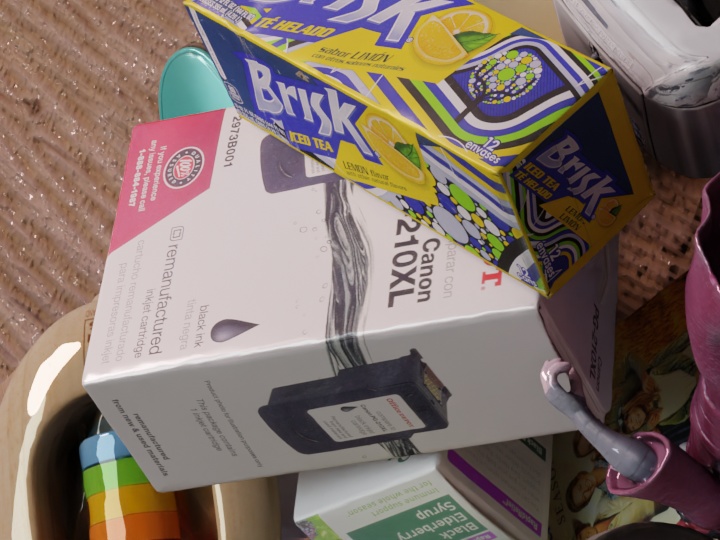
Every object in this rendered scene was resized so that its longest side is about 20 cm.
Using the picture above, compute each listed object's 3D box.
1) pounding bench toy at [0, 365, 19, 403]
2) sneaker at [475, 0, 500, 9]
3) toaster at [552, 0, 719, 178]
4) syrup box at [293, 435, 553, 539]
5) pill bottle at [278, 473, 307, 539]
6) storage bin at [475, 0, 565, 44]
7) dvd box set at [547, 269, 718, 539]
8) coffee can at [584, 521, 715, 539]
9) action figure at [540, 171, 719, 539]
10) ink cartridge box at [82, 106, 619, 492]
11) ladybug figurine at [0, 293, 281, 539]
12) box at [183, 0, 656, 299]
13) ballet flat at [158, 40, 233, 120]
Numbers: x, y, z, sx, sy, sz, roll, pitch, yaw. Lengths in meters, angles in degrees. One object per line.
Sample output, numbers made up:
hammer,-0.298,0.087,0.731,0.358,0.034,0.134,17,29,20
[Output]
pounding bench toy,-0.151,0.128,1.423,0.124,0.199,0.157,-42,47,39
sneaker,0.046,-0.076,1.324,0.082,0.074,0.201,42,114,49
toaster,0.160,-0.131,1.087,0.200,0.129,0.114,-40,75,6
syrup box,0.033,0.039,1.239,0.078,0.081,0.201,-24,41,32
pill bottle,-0.048,0.023,1.391,0.111,0.111,0.201,-45,45,37
storage bin,0.052,-0.176,1.242,0.198,0.094,0.200,2,79,15
dvd box set,0.120,0.096,1.203,0.200,0.029,0.147,-40,48,41
coffee can,0.059,0.189,1.110,0.199,0.146,0.148,-22,62,50
action figure,0.159,0.043,1.058,0.149,0.134,0.201,32,138,29
ink cartridge box,0.000,0.000,1.161,0.199,0.085,0.146,-10,48,20
ladybug figurine,-0.099,0.109,1.268,0.135,0.072,0.202,-7,75,8
box,0.020,-0.069,1.100,0.064,0.070,0.200,-41,44,-18
ballet flat,-0.038,-0.013,1.313,0.068,0.075,0.201,-36,63,33
